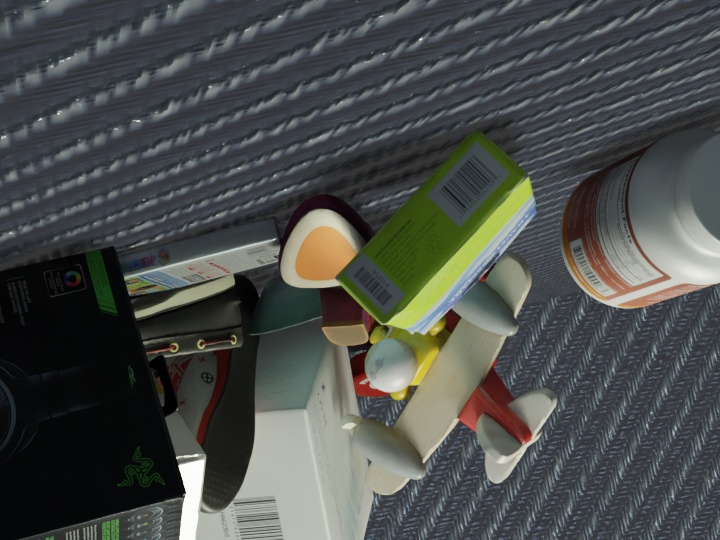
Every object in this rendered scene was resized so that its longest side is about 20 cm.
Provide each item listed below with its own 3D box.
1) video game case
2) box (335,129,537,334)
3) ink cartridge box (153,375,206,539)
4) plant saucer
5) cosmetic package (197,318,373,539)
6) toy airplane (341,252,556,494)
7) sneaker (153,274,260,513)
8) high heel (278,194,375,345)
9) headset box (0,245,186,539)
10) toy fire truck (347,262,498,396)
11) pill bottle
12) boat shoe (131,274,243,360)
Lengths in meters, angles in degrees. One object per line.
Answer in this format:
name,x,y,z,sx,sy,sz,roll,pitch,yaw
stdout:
video game case,-0.146,0.002,1.199,0.198,0.018,0.143,-15,176,2
box,0.054,-0.019,1.086,0.122,0.048,0.200,-47,172,3
ink cartridge box,-0.199,0.142,1.339,0.085,0.149,0.200,-12,-141,-28
plant saucer,0.000,0.000,1.367,0.198,0.036,0.200,-20,-176,1
cosmetic package,-0.070,0.168,1.528,0.122,0.201,0.200,-6,-158,9
toy airplane,0.065,0.090,1.468,0.140,0.202,0.198,2,175,-43
sneaker,-0.143,0.103,1.388,0.107,0.203,0.067,-10,148,27
high heel,-0.015,-0.028,1.183,0.067,0.097,0.200,-5,155,10
headset box,-0.211,0.097,1.066,0.198,0.175,0.093,-12,155,-15
toy fire truck,0.040,0.030,1.623,0.198,0.113,0.168,-13,154,13
pill bottle,0.232,-0.040,1.277,0.111,0.113,0.200,-13,175,-19
boat shoe,-0.175,0.055,1.274,0.200,0.064,0.073,-16,-170,-30
